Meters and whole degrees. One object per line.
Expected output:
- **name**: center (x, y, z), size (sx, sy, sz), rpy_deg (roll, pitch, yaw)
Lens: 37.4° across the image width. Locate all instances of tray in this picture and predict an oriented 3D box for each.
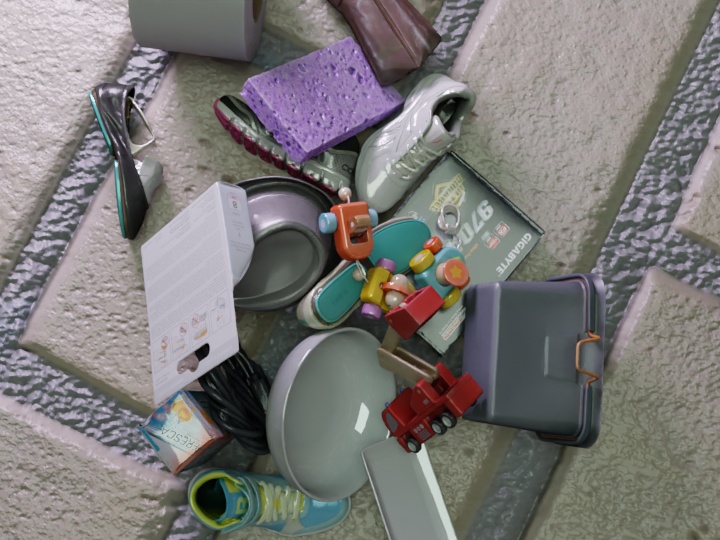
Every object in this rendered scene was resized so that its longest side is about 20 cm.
- **tray**: center (0.062, 0.296, 1.265), size (0.107, 0.022, 0.202), rpy_deg (-13, 81, -44)

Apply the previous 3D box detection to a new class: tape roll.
- **tape roll**: center (-0.187, -0.361, 1.276), size (0.137, 0.203, 0.206), rpy_deg (7, 83, 1)

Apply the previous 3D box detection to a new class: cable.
- **cable**: center (-0.156, 0.121, 1.234), size (0.050, 0.163, 0.202), rpy_deg (-25, 88, 10)

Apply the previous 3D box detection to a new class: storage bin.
- **storage bin**: center (0.196, 0.100, 1.230), size (0.133, 0.145, 0.203), rpy_deg (5, 84, -20)

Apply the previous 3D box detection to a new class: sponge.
- **sponge**: center (-0.043, -0.209, 1.284), size (0.112, 0.030, 0.199), rpy_deg (51, 45, 5)

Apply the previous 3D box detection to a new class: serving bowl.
- **serving bowl**: center (-0.043, 0.162, 1.239), size (0.065, 0.199, 0.203), rpy_deg (7, 81, 41)

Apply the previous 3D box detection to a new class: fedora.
- **fedora**: center (-0.111, -0.013, 1.244), size (0.198, 0.091, 0.178), rpy_deg (-26, 117, 11)

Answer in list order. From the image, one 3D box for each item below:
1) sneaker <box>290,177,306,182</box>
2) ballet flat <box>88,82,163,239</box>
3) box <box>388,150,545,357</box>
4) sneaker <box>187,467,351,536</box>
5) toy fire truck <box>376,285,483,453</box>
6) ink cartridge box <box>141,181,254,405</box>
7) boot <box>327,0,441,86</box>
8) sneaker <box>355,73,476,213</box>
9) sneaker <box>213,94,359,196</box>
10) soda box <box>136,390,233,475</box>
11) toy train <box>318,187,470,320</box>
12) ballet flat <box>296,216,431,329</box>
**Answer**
- **sneaker**: center (-0.152, -0.067, 1.303), size (0.198, 0.075, 0.081), rpy_deg (-25, 84, -3)
- **ballet flat**: center (-0.283, -0.141, 1.317), size (0.067, 0.068, 0.203), rpy_deg (-13, 84, -11)
- **box**: center (0.104, -0.021, 1.312), size (0.159, 0.046, 0.200), rpy_deg (41, 85, 5)
- **sneaker**: center (-0.108, 0.272, 1.233), size (0.197, 0.131, 0.081), rpy_deg (2, 82, -1)
- **toy fire truck**: center (0.063, 0.117, 1.208), size (0.141, 0.200, 0.049), rpy_deg (48, 54, 5)
- **ink cartridge box**: center (-0.177, 0.028, 1.176), size (0.162, 0.057, 0.202), rpy_deg (-33, 61, 38)
- **boot**: center (0.055, -0.350, 1.332), size (0.186, 0.064, 0.201), rpy_deg (-37, 74, 8)
- **sneaker**: center (0.068, -0.155, 1.294), size (0.078, 0.099, 0.201), rpy_deg (36, 85, -25)
- **sneaker**: center (-0.085, -0.172, 1.319), size (0.198, 0.074, 0.088), rpy_deg (30, 82, -1)
- **soda box**: center (-0.190, 0.181, 1.208), size (0.063, 0.200, 0.069), rpy_deg (-39, 84, -4)
- **toy train**: center (0.053, -0.023, 1.217), size (0.198, 0.055, 0.153), rpy_deg (-3, 86, -31)
- **ballet flat**: center (0.000, 0.000, 1.251), size (0.199, 0.062, 0.068), rpy_deg (-36, 98, -29)
